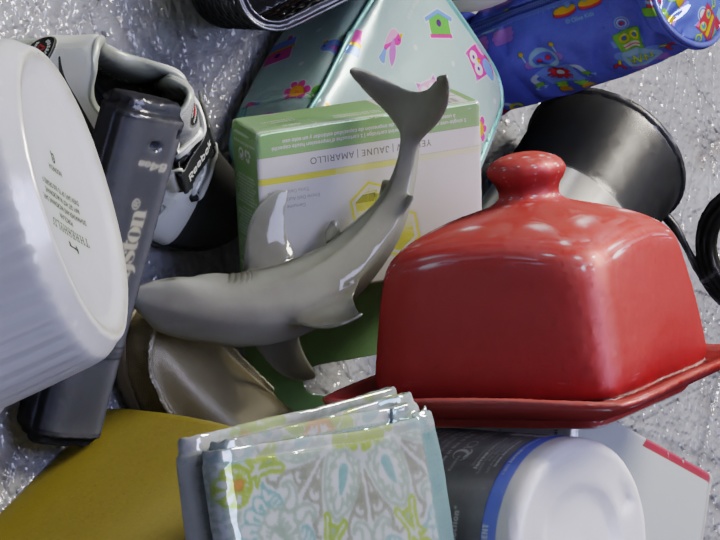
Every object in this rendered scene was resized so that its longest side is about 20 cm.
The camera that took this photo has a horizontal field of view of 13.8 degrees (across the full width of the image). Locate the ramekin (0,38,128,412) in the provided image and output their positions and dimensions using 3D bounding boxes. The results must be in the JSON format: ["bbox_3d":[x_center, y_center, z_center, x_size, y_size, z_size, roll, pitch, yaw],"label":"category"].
[{"bbox_3d":[-0.189,-0.028,1.536,0.202,0.094,0.203,-17,90,-82],"label":"ramekin"}]

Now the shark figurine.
[{"bbox_3d":[-0.010,-0.008,1.687,0.214,0.089,0.128,-43,118,-5],"label":"shark figurine"}]

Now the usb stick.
[{"bbox_3d":[-0.143,0.000,1.644,0.055,0.033,0.201,9,99,-42],"label":"usb stick"}]

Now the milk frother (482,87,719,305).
[{"bbox_3d":[0.172,0.001,1.945,0.188,0.199,0.181,-55,127,-40],"label":"milk frother"}]

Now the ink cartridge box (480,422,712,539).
[{"bbox_3d":[0.090,0.145,1.818,0.145,0.200,0.084,27,66,-44],"label":"ink cartridge box"}]

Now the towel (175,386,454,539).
[{"bbox_3d":[-0.017,0.169,1.534,0.171,0.048,0.201,-9,90,-47],"label":"towel"}]

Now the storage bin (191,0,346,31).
[{"bbox_3d":[-0.018,-0.239,1.781,0.200,0.094,0.136,-28,105,-16],"label":"storage bin"}]

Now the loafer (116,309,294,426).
[{"bbox_3d":[-0.071,0.092,1.739,0.200,0.067,0.076,56,46,-27],"label":"loafer"}]

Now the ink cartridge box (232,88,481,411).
[{"bbox_3d":[0.000,0.000,1.769,0.145,0.048,0.201,-9,109,-22],"label":"ink cartridge box"}]

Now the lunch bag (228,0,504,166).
[{"bbox_3d":[0.008,-0.086,1.862,0.161,0.077,0.200,52,48,-32],"label":"lunch bag"}]

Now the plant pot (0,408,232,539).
[{"bbox_3d":[-0.084,0.200,1.619,0.200,0.176,0.200,-46,117,-45],"label":"plant pot"}]

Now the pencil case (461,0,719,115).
[{"bbox_3d":[0.136,-0.157,1.937,0.087,0.200,0.078,26,56,-45],"label":"pencil case"}]

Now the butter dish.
[{"bbox_3d":[0.098,0.007,1.686,0.200,0.199,0.148,-15,103,-60],"label":"butter dish"}]

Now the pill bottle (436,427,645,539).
[{"bbox_3d":[0.050,0.144,1.669,0.114,0.200,0.114,0,90,-44],"label":"pill bottle"}]

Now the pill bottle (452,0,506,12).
[{"bbox_3d":[0.049,-0.275,1.919,0.200,0.112,0.113,56,46,-27],"label":"pill bottle"}]

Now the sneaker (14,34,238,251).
[{"bbox_3d":[-0.116,-0.072,1.706,0.200,0.088,0.074,34,56,-42],"label":"sneaker"}]
